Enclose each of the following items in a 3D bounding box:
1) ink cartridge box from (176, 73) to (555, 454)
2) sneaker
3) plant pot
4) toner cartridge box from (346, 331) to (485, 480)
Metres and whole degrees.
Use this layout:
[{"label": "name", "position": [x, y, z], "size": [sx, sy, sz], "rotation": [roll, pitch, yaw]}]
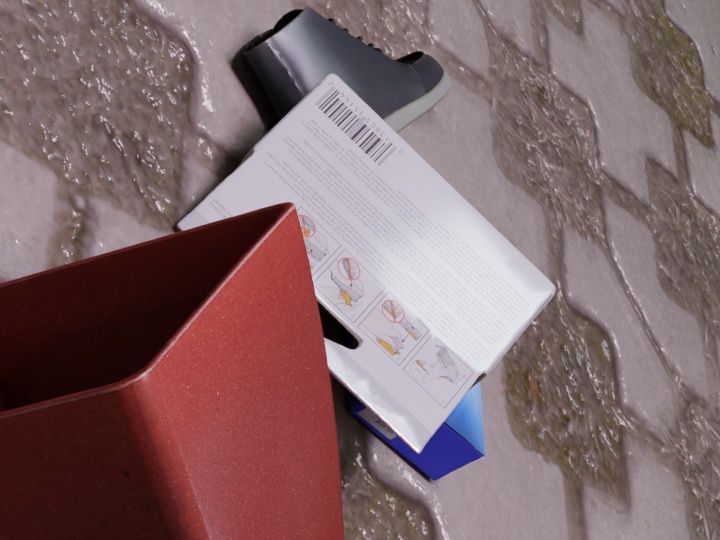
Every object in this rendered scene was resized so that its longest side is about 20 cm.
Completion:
[{"label": "ink cartridge box", "position": [0.000, 0.000, 1.362], "size": [0.200, 0.045, 0.176], "rotation": [44, 51, 0]}, {"label": "sneaker", "position": [-0.005, -0.141, 1.516], "size": [0.106, 0.075, 0.200], "rotation": [59, 26, -7]}, {"label": "plant pot", "position": [-0.112, 0.106, 0.952], "size": [0.177, 0.199, 0.200], "rotation": [68, 23, -14]}, {"label": "toner cartridge box", "position": [0.034, 0.030, 1.460], "size": [0.095, 0.043, 0.200], "rotation": [42, 32, -37]}]
